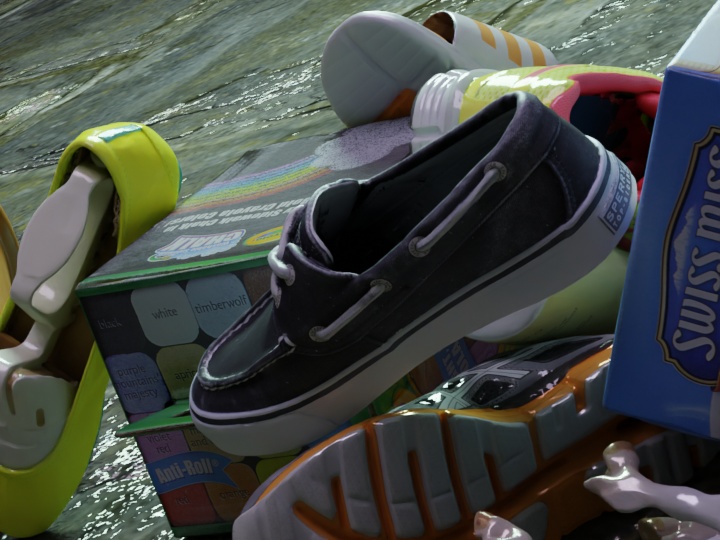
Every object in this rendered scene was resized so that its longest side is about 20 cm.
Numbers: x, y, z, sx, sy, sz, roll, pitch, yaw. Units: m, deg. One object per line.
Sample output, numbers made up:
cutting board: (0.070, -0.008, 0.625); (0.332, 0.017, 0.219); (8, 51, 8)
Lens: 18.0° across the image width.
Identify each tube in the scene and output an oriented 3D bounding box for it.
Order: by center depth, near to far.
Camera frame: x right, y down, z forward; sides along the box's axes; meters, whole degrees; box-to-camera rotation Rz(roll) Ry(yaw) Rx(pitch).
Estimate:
tube: (0.090, 0.010, 0.939); (0.058, 0.052, 0.200); (32, 9, 23)

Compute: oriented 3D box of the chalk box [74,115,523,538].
chalk box: (-0.026, 0.031, 0.968); (0.124, 0.124, 0.200); (-9, 21, 32)

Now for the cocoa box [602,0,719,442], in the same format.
cocoa box: (0.179, -0.029, 0.815); (0.131, 0.134, 0.200); (15, 26, 15)

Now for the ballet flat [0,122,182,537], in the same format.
ballet flat: (-0.140, 0.027, 1.011); (0.067, 0.200, 0.067); (26, 10, 20)

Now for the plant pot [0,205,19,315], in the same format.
plant pot: (-0.245, 0.039, 1.119); (0.200, 0.201, 0.183); (-25, 32, -16)

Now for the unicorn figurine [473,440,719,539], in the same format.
unicorn figurine: (0.113, 0.094, 0.712); (0.200, 0.074, 0.137); (-43, 34, -20)

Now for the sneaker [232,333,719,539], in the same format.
sneaker: (0.040, 0.074, 0.845); (0.200, 0.079, 0.077); (-17, 13, -25)

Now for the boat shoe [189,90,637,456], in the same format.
boat shoe: (0.000, 0.000, 0.797); (0.200, 0.068, 0.072); (-29, 34, 36)

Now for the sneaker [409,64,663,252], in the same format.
sneaker: (0.120, -0.044, 0.949); (0.200, 0.078, 0.090); (4, -8, -40)

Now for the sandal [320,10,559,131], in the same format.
sandal: (0.070, -0.069, 1.050); (0.079, 0.206, 0.059); (-28, 39, 47)
